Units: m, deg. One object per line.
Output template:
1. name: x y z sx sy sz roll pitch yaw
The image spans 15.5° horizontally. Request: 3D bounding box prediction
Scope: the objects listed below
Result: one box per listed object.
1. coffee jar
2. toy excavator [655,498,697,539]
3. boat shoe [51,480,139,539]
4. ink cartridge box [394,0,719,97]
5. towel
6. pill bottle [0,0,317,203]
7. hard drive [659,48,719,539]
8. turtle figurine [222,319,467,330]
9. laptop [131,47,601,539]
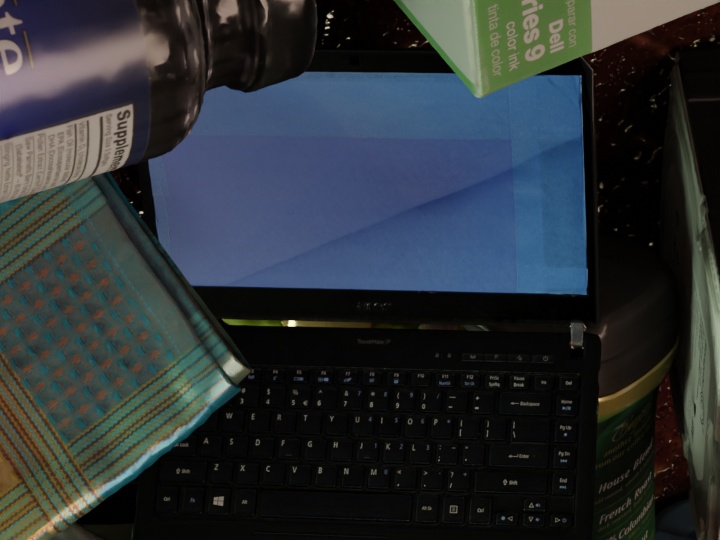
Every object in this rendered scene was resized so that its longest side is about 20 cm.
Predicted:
1. coffee jar: 0.081 0.069 1.138 0.085 0.104 0.201 -34 140 -35
2. toy excavator: 0.205 0.152 1.294 0.193 0.200 0.100 13 130 14
3. boat shoe: -0.060 0.123 1.116 0.200 0.074 0.063 8 117 -38
4. ink cartridge box: 0.093 -0.163 0.936 0.199 0.145 0.088 -24 134 -14
5. towel: -0.157 0.041 0.959 0.200 0.147 0.022 -37 173 0
6. pill bottle: -0.121 -0.081 0.893 0.199 0.112 0.112 -18 132 -19
7. hard drive: 0.151 0.021 1.084 0.037 0.201 0.140 -3 130 0
8. turtle figurine: 0.000 0.000 1.047 0.198 0.064 0.162 14 114 4
9. laptop: -0.003 0.031 0.965 0.176 0.202 0.103 1 159 10
